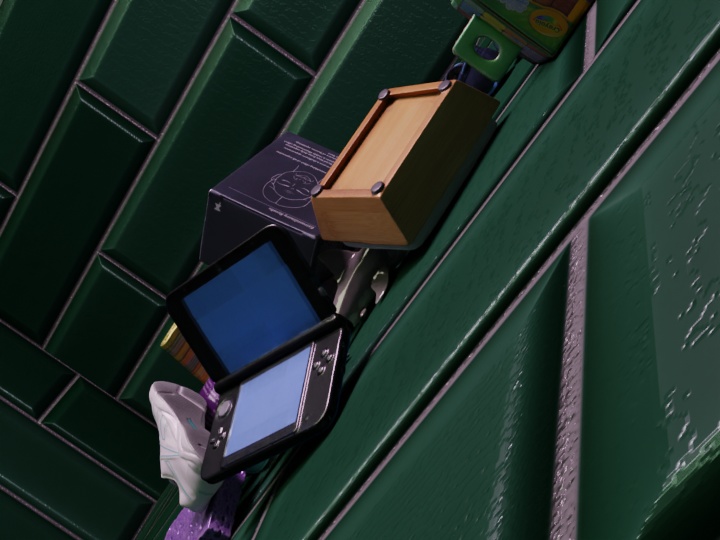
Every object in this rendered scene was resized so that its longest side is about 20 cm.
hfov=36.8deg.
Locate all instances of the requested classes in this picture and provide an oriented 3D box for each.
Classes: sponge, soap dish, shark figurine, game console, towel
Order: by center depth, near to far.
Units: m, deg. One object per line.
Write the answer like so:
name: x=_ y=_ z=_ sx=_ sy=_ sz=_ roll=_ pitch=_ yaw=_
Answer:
game console: x=-0.114 y=0.085 z=1.045 sx=0.199 sy=0.118 sz=0.172 roll=-31 pitch=35 yaw=39
soap dish: x=0.045 y=-0.120 z=1.192 sx=0.156 sy=0.081 sz=0.201 roll=5 pitch=56 yaw=53
shark figurine: x=-0.021 y=0.021 z=1.233 sx=0.216 sy=0.089 sz=0.128 roll=-56 pitch=2 yaw=-19
sponge: x=-0.189 y=0.303 z=1.249 sx=0.200 sy=0.030 sz=0.112 roll=-53 pitch=18 yaw=39
towel: x=-0.167 y=0.126 z=1.393 sx=0.018 sy=0.200 sz=0.087 roll=-9 pitch=41 yaw=50

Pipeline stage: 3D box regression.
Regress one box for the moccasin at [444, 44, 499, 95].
moccasin: x=0.152 y=-0.266 z=1.523 sx=0.081 sy=0.068 sz=0.200 roll=-58 pitch=3 yaw=-24

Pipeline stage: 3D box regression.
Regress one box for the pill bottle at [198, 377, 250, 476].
pill bottle: x=-0.146 y=0.171 z=1.323 sx=0.201 sy=0.112 sz=0.112 roll=-56 pitch=4 yaw=2

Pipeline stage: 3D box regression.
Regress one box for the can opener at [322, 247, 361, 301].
can opener: x=0.000 y=0.000 z=1.313 sx=0.201 sy=0.053 sz=0.067 roll=-55 pitch=-11 yaw=5

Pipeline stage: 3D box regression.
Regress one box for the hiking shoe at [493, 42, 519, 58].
hiking shoe: x=0.197 y=-0.332 z=1.388 sx=0.075 sy=0.086 sz=0.200 roll=-56 pitch=4 yaw=-4

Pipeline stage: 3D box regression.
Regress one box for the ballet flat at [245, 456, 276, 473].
ballet flat: x=-0.107 y=0.128 z=1.175 sx=0.064 sy=0.075 sz=0.202 roll=-47 pitch=-35 yaw=-53

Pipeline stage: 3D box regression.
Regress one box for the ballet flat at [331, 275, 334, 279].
ballet flat: x=-0.040 y=-0.018 z=1.468 sx=0.067 sy=0.067 sz=0.200 roll=-30 pitch=-1 yaw=26

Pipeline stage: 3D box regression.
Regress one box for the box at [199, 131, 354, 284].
box: x=-0.083 y=-0.068 z=1.347 sx=0.200 sy=0.147 sz=0.108 roll=-46 pitch=-23 yaw=-53

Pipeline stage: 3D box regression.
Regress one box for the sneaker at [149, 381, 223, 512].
sneaker: x=-0.206 y=0.195 z=1.228 sx=0.081 sy=0.070 sz=0.200 roll=-65 pitch=32 yaw=15

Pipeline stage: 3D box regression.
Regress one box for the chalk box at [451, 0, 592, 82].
chalk box: x=0.176 y=-0.300 z=1.140 sx=0.201 sy=0.124 sz=0.124 roll=-57 pitch=4 yaw=5
